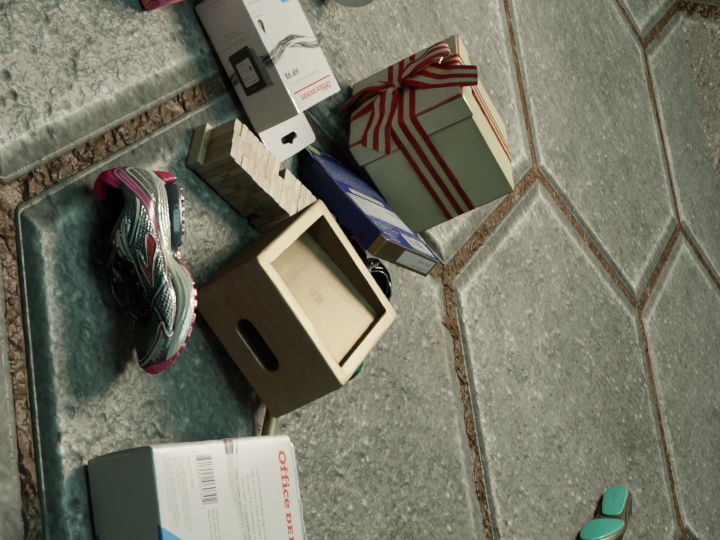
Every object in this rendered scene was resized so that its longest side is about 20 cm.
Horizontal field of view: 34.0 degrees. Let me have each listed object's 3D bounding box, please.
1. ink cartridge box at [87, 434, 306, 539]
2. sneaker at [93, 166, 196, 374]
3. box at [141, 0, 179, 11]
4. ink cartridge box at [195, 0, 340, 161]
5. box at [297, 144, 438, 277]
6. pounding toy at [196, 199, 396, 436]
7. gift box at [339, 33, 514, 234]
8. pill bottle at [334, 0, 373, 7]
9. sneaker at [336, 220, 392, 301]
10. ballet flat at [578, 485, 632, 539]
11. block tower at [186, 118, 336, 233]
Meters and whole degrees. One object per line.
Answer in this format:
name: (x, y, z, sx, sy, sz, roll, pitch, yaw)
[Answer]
ink cartridge box: (-0.143, 0.232, 1.081, 0.199, 0.085, 0.148, 8, 71, -58)
sneaker: (-0.207, 0.000, 1.099, 0.074, 0.080, 0.202, 7, 63, -41)
box: (-0.166, -0.361, 1.294, 0.200, 0.094, 0.103, -38, 109, -57)
ink cartridge box: (-0.096, -0.237, 1.367, 0.201, 0.066, 0.116, 63, 32, -10)
box: (0.001, -0.077, 1.434, 0.121, 0.032, 0.200, 21, 25, -53)
pounding toy: (-0.074, 0.070, 1.244, 0.201, 0.142, 0.184, 56, 34, -9)
gift box: (0.093, -0.178, 1.517, 0.187, 0.183, 0.201, 55, 17, -30)
pill bottle: (0.013, -0.447, 1.602, 0.114, 0.113, 0.201, 56, 36, -28)
sneaker: (0.000, 0.000, 1.400, 0.071, 0.099, 0.201, 52, 36, -29)
ballet flat: (0.405, 0.419, 1.904, 0.200, 0.067, 0.069, -31, 112, -58)
block tower: (-0.106, -0.087, 1.310, 0.200, 0.057, 0.054, 42, 43, -40)
